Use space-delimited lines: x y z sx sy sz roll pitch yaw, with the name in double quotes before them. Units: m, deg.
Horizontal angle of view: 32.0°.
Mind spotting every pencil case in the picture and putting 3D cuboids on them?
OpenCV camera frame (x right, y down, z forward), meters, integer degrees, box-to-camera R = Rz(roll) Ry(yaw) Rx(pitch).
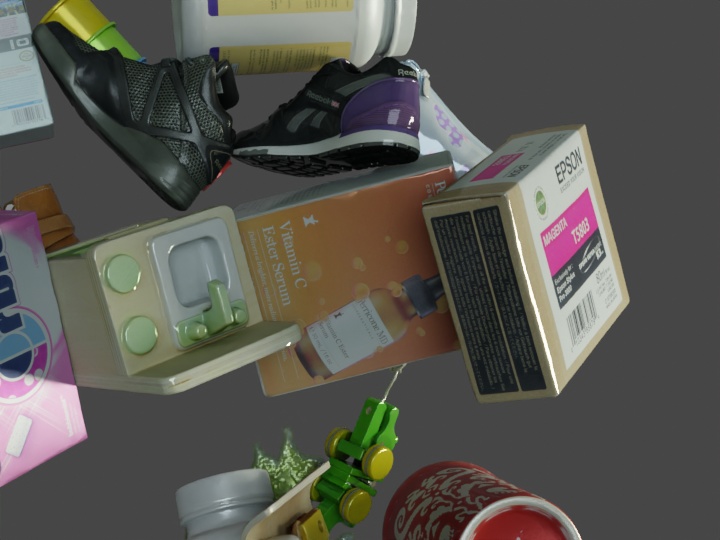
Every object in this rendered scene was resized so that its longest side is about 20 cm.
"pencil case" 0.077 -0.095 1.131 0.200 0.083 0.091 45 91 -5

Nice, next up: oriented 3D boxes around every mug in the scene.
"mug" 0.106 0.254 1.047 0.132 0.200 0.179 -5 86 -12

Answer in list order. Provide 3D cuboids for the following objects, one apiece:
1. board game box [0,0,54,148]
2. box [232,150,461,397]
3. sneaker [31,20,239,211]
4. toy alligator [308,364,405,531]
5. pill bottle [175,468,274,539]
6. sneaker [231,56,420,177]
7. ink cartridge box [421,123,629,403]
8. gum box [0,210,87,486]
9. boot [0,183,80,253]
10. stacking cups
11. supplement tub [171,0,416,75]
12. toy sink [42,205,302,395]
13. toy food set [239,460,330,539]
"board game box" -0.355 -0.200 1.067 0.146 0.064 0.202 -13 89 -13
"box" 0.000 0.000 1.057 0.198 0.106 0.153 -15 100 6
"sneaker" -0.177 -0.152 1.035 0.199 0.076 0.114 42 78 15
"toy alligator" 0.008 0.159 1.113 0.054 0.059 0.201 37 77 -47
"pill bottle" -0.096 0.273 1.042 0.110 0.111 0.201 -10 72 -12
"sneaker" -0.028 -0.133 1.077 0.076 0.199 0.088 16 76 -51
"ink cartridge box" 0.138 -0.011 1.003 0.075 0.200 0.166 -7 107 31
"gum box" -0.288 0.055 0.947 0.113 0.066 0.202 -28 115 -49
"boot" -0.314 0.025 1.042 0.199 0.077 0.156 -22 96 -18
"stacking cups" -0.196 -0.151 1.095 0.060 0.060 0.200 -43 95 -11
"supplement tub" -0.061 -0.244 1.085 0.198 0.145 0.147 -4 86 -12
"toy sink" -0.161 0.019 0.981 0.130 0.199 0.113 -22 103 -36
"toy food set" -0.019 0.263 0.999 0.060 0.143 0.201 -20 91 19
